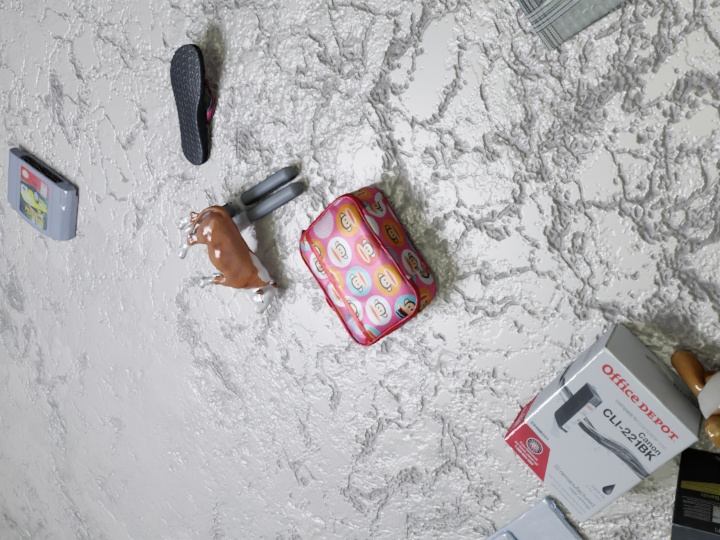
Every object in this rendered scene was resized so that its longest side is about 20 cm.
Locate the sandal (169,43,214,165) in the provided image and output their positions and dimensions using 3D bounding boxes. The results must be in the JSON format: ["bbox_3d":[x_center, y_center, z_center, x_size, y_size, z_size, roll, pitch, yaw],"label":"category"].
[{"bbox_3d":[-0.268,-0.271,1.045,0.074,0.045,0.205,31,134,26],"label":"sandal"}]

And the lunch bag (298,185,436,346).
[{"bbox_3d":[0.000,0.000,0.941,0.175,0.081,0.203,-38,83,39],"label":"lunch bag"}]

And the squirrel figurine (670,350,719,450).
[{"bbox_3d":[0.468,0.133,0.670,0.200,0.142,0.186,45,114,-6],"label":"squirrel figurine"}]

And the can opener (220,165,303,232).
[{"bbox_3d":[-0.176,-0.103,1.028,0.196,0.066,0.054,-24,92,31],"label":"can opener"}]

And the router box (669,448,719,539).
[{"bbox_3d":[0.448,0.274,0.696,0.195,0.156,0.054,5,109,31],"label":"router box"}]

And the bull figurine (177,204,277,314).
[{"bbox_3d":[-0.215,-0.015,1.037,0.118,0.066,0.204,-11,122,20],"label":"bull figurine"}]

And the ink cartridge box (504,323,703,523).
[{"bbox_3d":[0.301,0.192,0.806,0.144,0.083,0.202,44,123,13],"label":"ink cartridge box"}]

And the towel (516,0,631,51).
[{"bbox_3d":[0.233,-0.356,0.658,0.197,0.035,0.194,-26,112,35],"label":"towel"}]

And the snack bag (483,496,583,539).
[{"bbox_3d":[0.276,0.455,0.949,0.189,0.021,0.201,47,124,11],"label":"snack bag"}]

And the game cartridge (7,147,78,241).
[{"bbox_3d":[-0.667,-0.152,1.340,0.197,0.041,0.136,31,124,20],"label":"game cartridge"}]
